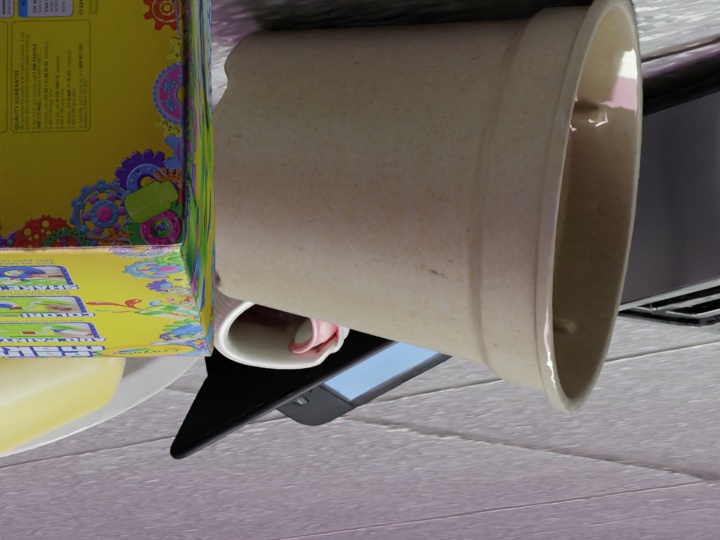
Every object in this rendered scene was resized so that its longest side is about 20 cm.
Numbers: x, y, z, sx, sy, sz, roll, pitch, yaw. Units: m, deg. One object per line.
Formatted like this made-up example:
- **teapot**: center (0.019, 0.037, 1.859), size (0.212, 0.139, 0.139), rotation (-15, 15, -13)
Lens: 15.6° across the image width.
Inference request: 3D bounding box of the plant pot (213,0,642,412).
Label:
- **plant pot**: center (0.027, -0.043, 1.270), size (0.183, 0.201, 0.200), rotation (7, 170, 15)

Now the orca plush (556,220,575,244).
- **orca plush**: center (0.033, -0.057, 1.406), size (0.200, 0.071, 0.105), rotation (24, -133, 38)

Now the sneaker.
- **sneaker**: center (0.000, 0.000, 1.463), size (0.200, 0.075, 0.105), rotation (-15, -147, -6)

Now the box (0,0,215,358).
- **box**: center (-0.119, -0.081, 1.002), size (0.122, 0.200, 0.193), rotation (-1, 166, 0)

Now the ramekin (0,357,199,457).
- **ramekin**: center (-0.197, 0.023, 1.518), size (0.200, 0.105, 0.200), rotation (-16, -163, 5)

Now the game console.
- **game console**: center (0.001, 0.064, 1.662), size (0.200, 0.117, 0.176), rotation (-28, 141, 24)

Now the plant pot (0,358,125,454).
- **plant pot**: center (-0.229, 0.026, 1.330), size (0.189, 0.201, 0.201), rotation (-12, 173, -27)

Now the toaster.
- **toaster**: center (0.224, -0.034, 1.433), size (0.181, 0.119, 0.200), rotation (8, 164, -38)
